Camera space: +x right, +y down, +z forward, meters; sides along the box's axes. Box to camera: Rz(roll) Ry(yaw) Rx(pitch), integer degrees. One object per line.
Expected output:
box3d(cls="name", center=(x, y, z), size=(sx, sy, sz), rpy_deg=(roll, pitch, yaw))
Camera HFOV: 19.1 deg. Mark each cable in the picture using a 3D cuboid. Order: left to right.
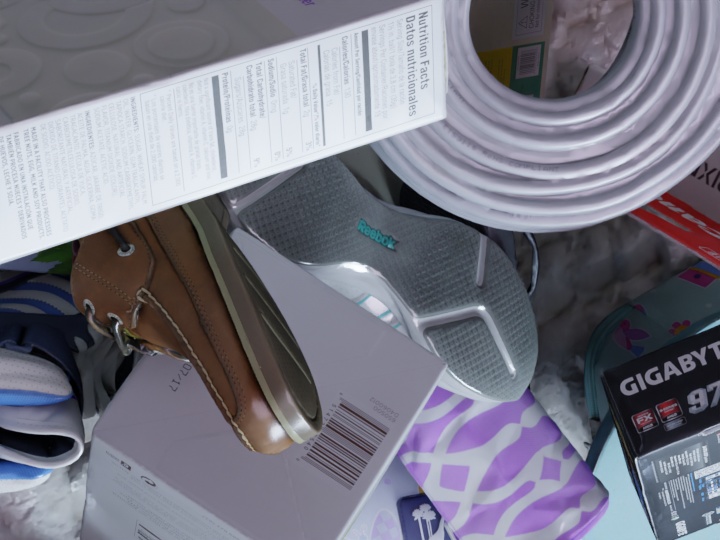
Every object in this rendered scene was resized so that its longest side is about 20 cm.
box3d(cls="cable", center=(0.083, -0.117, 0.954), size=(0.199, 0.069, 0.201), rpy_deg=(-18, 94, -2))

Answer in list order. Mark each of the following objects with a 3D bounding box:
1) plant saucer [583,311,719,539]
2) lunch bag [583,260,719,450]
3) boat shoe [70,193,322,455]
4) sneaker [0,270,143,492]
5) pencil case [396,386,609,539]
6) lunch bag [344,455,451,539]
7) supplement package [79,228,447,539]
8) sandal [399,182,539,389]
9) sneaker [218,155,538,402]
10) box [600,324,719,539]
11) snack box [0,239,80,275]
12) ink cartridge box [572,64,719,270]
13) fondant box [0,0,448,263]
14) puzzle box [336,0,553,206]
box3d(cls="plant saucer", center=(0.188, 0.106, 1.172), size=(0.200, 0.027, 0.201), rpy_deg=(-19, 123, -32))
box3d(cls="lunch bag", center=(0.223, 0.071, 1.255), size=(0.199, 0.077, 0.161), rpy_deg=(-27, 128, -20))
box3d(cls="boat shoe", center=(-0.076, 0.007, 0.845), size=(0.068, 0.200, 0.072), rpy_deg=(-30, 135, 0))
box3d(cls="sneaker", center=(-0.135, 0.054, 0.956), size=(0.199, 0.146, 0.081), rpy_deg=(-1, 114, -34))
box3d(cls="pencil case", center=(0.039, 0.068, 1.064), size=(0.085, 0.084, 0.200), rpy_deg=(-37, 87, 5))
box3d(cls="lunch bag", center=(0.016, 0.175, 1.136), size=(0.169, 0.127, 0.201), rpy_deg=(-3, 113, -26))
box3d(cls="supplement package", center=(-0.050, 0.085, 0.961), size=(0.114, 0.109, 0.200), rpy_deg=(-56, 176, -21))
box3d(cls="sandal", center=(0.062, 0.000, 1.093), size=(0.043, 0.076, 0.200), rpy_deg=(-36, 153, -15))
box3d(cls="sneaker", center=(0.000, 0.000, 0.989), size=(0.200, 0.080, 0.071), rpy_deg=(34, 64, -27))
box3d(cls="box", center=(0.201, 0.065, 1.013), size=(0.158, 0.046, 0.200), rpy_deg=(-22, 159, 4))
box3d(cls="snack box", center=(-0.134, -0.099, 0.937), size=(0.142, 0.053, 0.201), rpy_deg=(5, 111, -34))
box3d(cls="ink cartridge box", center=(0.177, -0.041, 1.058), size=(0.176, 0.200, 0.045), rpy_deg=(9, 111, -53))
box3d(cls="fondant box", center=(-0.087, -0.082, 0.814), size=(0.199, 0.144, 0.058), rpy_deg=(-19, 126, -23))
box3d(cls="puzzle box", center=(0.035, -0.126, 1.056), size=(0.133, 0.025, 0.201), rpy_deg=(-13, 121, -29))
